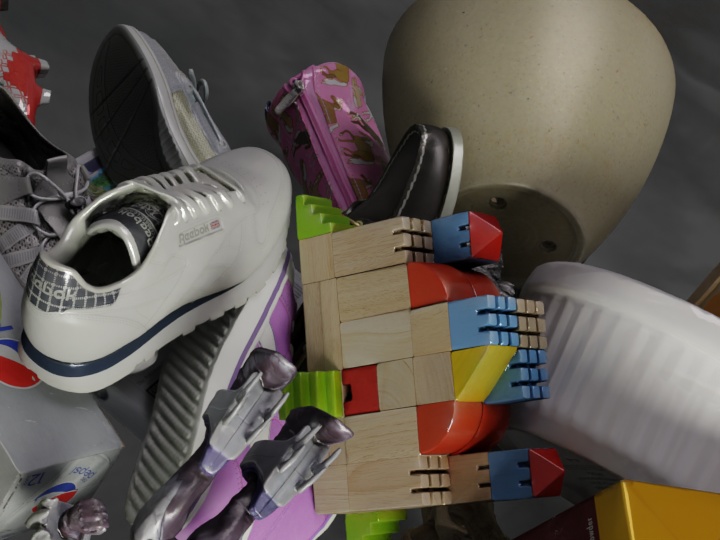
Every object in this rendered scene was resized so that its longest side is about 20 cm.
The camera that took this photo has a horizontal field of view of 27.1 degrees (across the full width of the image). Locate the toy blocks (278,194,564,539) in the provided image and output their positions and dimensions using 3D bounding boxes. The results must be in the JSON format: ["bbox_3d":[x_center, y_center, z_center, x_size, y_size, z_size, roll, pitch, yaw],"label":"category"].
[{"bbox_3d":[0.038,0.048,0.792,0.100,0.136,0.201,8,74,-49],"label":"toy blocks"}]

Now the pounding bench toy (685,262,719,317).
[{"bbox_3d":[0.336,0.099,1.128,0.199,0.124,0.156,24,35,-16],"label":"pounding bench toy"}]

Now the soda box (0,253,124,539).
[{"bbox_3d":[-0.209,0.042,0.784,0.068,0.064,0.200,-10,55,-48],"label":"soda box"}]

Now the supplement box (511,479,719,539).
[{"bbox_3d":[0.149,0.210,0.741,0.196,0.200,0.133,12,57,-30],"label":"supplement box"}]

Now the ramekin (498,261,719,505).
[{"bbox_3d":[0.160,0.089,0.840,0.202,0.202,0.094,33,78,-3],"label":"ramekin"}]

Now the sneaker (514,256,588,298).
[{"bbox_3d":[0.115,-0.005,1.112,0.090,0.070,0.200,37,32,9],"label":"sneaker"}]

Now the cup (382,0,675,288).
[{"bbox_3d":[0.103,-0.074,0.978,0.200,0.200,0.144,24,50,-15],"label":"cup"}]

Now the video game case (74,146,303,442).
[{"bbox_3d":[-0.136,0.006,0.929,0.182,0.023,0.200,39,35,6],"label":"video game case"}]

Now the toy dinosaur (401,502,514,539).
[{"bbox_3d":[0.053,0.137,0.891,0.200,0.058,0.101,52,30,-18],"label":"toy dinosaur"}]

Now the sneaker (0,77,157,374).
[{"bbox_3d":[-0.179,-0.025,0.837,0.200,0.082,0.075,47,37,17],"label":"sneaker"}]

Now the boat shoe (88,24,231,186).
[{"bbox_3d":[-0.114,-0.071,0.960,0.065,0.074,0.202,-2,53,-49],"label":"boat shoe"}]

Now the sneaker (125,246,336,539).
[{"bbox_3d":[-0.055,0.083,0.843,0.114,0.073,0.201,36,52,-26],"label":"sneaker"}]

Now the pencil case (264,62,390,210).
[{"bbox_3d":[-0.007,-0.057,1.062,0.086,0.083,0.201,3,46,-30],"label":"pencil case"}]

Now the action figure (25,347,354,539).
[{"bbox_3d":[-0.090,0.133,0.712,0.130,0.069,0.200,45,72,-22],"label":"action figure"}]

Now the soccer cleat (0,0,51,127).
[{"bbox_3d":[-0.259,-0.139,0.966,0.085,0.069,0.200,-2,45,-30],"label":"soccer cleat"}]

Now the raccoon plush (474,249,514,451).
[{"bbox_3d":[0.104,0.052,0.975,0.199,0.134,0.097,4,43,-37],"label":"raccoon plush"}]

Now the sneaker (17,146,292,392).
[{"bbox_3d":[-0.098,-0.019,0.784,0.076,0.081,0.200,26,44,20],"label":"sneaker"}]

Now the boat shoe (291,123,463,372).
[{"bbox_3d":[0.000,0.000,0.901,0.060,0.202,0.072,20,11,-17],"label":"boat shoe"}]
